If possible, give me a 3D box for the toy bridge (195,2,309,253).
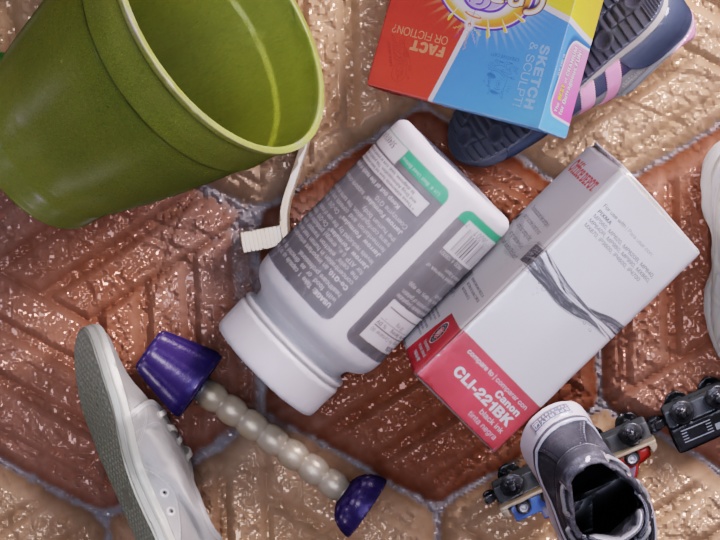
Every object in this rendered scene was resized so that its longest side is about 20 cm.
[{"bbox_3d":[-0.070,-0.110,1.646,0.067,0.027,0.201,-11,93,3],"label":"toy bridge"}]

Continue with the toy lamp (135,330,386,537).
[{"bbox_3d":[-0.074,0.115,1.649,0.200,0.058,0.058,34,95,-2],"label":"toy lamp"}]

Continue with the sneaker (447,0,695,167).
[{"bbox_3d":[0.155,-0.131,1.615,0.200,0.082,0.070,-35,57,25],"label":"sneaker"}]

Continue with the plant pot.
[{"bbox_3d":[-0.162,-0.126,1.564,0.193,0.200,0.201,-31,92,31],"label":"plant pot"}]

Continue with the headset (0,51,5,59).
[{"bbox_3d":[-0.264,-0.237,1.614,0.123,0.094,0.201,-19,104,4],"label":"headset"}]

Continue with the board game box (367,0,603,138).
[{"bbox_3d":[0.100,-0.207,1.584,0.153,0.040,0.201,17,93,34],"label":"board game box"}]

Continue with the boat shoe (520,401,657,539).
[{"bbox_3d":[0.172,0.168,1.578,0.072,0.200,0.068,-33,49,-4],"label":"boat shoe"}]

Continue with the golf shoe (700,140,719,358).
[{"bbox_3d":[0.282,0.004,1.605,0.075,0.092,0.201,-10,95,2],"label":"golf shoe"}]

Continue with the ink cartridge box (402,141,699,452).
[{"bbox_3d":[0.129,0.015,1.583,0.084,0.144,0.200,44,95,-9],"label":"ink cartridge box"}]

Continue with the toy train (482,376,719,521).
[{"bbox_3d":[0.185,0.135,1.649,0.199,0.034,0.046,-24,105,4],"label":"toy train"}]

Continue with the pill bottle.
[{"bbox_3d":[0.000,0.000,1.607,0.113,0.113,0.200,45,95,-1],"label":"pill bottle"}]

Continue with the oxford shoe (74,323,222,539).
[{"bbox_3d":[-0.156,0.131,1.653,0.058,0.075,0.201,-23,88,-22],"label":"oxford shoe"}]
